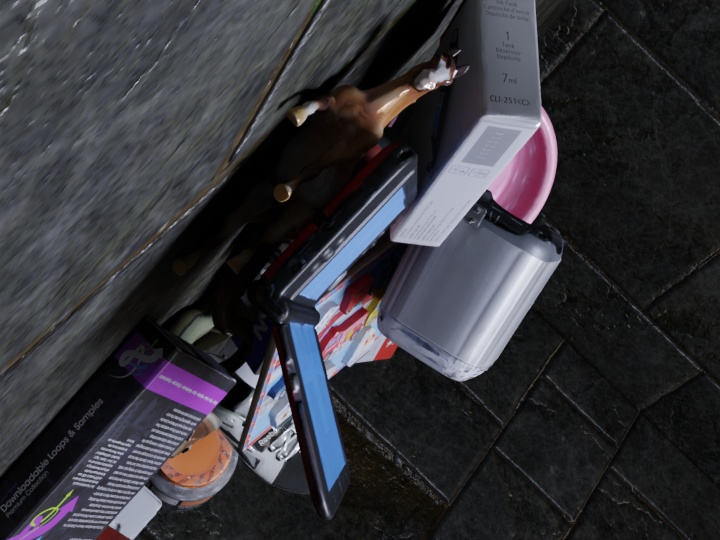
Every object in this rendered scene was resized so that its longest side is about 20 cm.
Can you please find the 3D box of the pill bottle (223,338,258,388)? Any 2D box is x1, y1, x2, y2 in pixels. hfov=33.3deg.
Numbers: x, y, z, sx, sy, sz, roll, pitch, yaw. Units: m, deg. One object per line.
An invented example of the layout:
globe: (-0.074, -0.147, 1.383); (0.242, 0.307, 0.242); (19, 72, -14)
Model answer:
pill bottle: (-0.052, 0.029, 1.220); (0.200, 0.111, 0.111); (-49, 179, 14)

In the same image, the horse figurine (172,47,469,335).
horse figurine: (-0.034, -0.050, 0.695); (0.200, 0.050, 0.132); (-50, 173, 37)

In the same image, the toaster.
toaster: (0.088, 0.007, 0.970); (0.131, 0.113, 0.200); (-61, 171, 10)

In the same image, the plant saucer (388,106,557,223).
plant saucer: (0.090, -0.100, 1.160); (0.201, 0.199, 0.051); (-48, -146, 14)

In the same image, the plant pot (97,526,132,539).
plant pot: (-0.266, 0.313, 1.034); (0.178, 0.198, 0.200); (-62, -172, -33)

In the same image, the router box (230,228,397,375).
router box: (0.000, 0.000, 1.080); (0.178, 0.049, 0.201); (-4, 135, -45)

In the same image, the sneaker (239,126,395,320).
sneaker: (-0.034, -0.028, 0.861); (0.098, 0.071, 0.201); (-50, -178, -41)

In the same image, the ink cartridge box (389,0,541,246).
ink cartridge box: (0.066, -0.135, 0.824); (0.200, 0.044, 0.179); (126, -32, -65)

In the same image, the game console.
game console: (0.005, 0.034, 0.721); (0.172, 0.119, 0.200); (-45, 176, -1)

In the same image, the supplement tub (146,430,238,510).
supplement tub: (-0.219, 0.232, 1.514); (0.123, 0.122, 0.200); (-47, 179, -21)

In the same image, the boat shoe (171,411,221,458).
boat shoe: (-0.193, 0.159, 1.233); (0.072, 0.076, 0.200); (-45, 177, -19)

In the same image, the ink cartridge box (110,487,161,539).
ink cartridge box: (-0.314, 0.308, 1.304); (0.145, 0.083, 0.200); (-47, 178, -41)

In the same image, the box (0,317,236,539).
box: (-0.179, 0.129, 0.817); (0.201, 0.036, 0.143); (-49, 164, -4)

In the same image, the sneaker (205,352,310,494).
sneaker: (-0.108, 0.161, 1.264); (0.074, 0.199, 0.089); (-52, 180, -20)

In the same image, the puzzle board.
puzzle board: (-0.019, 0.053, 1.003); (0.199, 0.017, 0.152); (-37, 155, -43)

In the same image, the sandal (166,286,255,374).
sandal: (-0.120, 0.061, 0.953); (0.080, 0.057, 0.201); (-50, 178, 19)
